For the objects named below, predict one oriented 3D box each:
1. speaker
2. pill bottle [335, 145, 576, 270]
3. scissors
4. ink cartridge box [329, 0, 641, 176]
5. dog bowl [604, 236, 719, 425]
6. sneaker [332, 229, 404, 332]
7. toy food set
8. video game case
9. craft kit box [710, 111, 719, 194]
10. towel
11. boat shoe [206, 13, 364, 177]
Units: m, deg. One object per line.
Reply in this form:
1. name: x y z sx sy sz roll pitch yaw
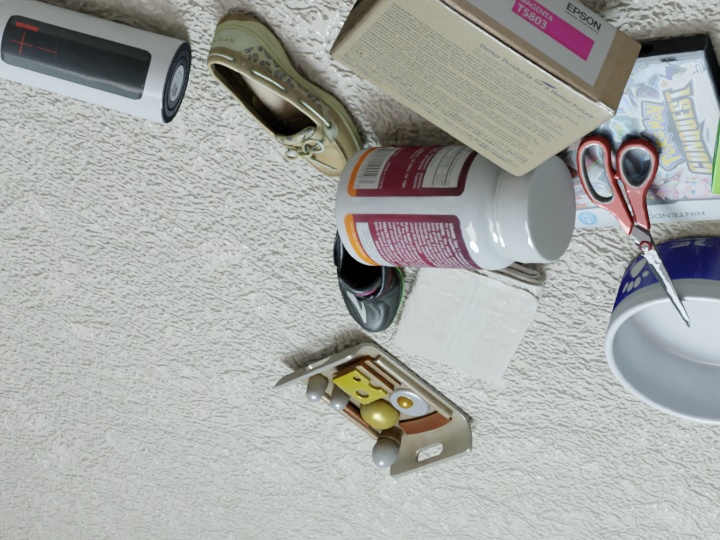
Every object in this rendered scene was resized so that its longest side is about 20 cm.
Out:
1. speaker: -0.265 -0.201 1.402 0.199 0.081 0.081 17 143 6
2. pill bottle: 0.087 -0.058 1.366 0.200 0.114 0.114 3 141 35
3. scissors: 0.245 -0.033 1.337 0.073 0.014 0.200 -7 118 22
4. ink cartridge box: 0.097 -0.176 1.200 0.200 0.075 0.165 32 155 -12
5. dog bowl: 0.341 0.061 1.442 0.200 0.079 0.200 13 143 10
6. sneaker: 0.000 0.000 1.523 0.077 0.084 0.200 12 142 16
7. toy food set: 0.015 0.168 1.748 0.200 0.061 0.143 39 140 -23
8. video game case: 0.239 -0.115 1.314 0.180 0.026 0.200 -3 138 29
9. craft kit box: 0.387 -0.135 1.184 0.197 0.049 0.200 7 139 12
10. towel: 0.111 0.042 1.568 0.132 0.035 0.200 22 144 1
11. boat shoe: -0.073 -0.148 1.390 0.073 0.063 0.200 -18 129 40
